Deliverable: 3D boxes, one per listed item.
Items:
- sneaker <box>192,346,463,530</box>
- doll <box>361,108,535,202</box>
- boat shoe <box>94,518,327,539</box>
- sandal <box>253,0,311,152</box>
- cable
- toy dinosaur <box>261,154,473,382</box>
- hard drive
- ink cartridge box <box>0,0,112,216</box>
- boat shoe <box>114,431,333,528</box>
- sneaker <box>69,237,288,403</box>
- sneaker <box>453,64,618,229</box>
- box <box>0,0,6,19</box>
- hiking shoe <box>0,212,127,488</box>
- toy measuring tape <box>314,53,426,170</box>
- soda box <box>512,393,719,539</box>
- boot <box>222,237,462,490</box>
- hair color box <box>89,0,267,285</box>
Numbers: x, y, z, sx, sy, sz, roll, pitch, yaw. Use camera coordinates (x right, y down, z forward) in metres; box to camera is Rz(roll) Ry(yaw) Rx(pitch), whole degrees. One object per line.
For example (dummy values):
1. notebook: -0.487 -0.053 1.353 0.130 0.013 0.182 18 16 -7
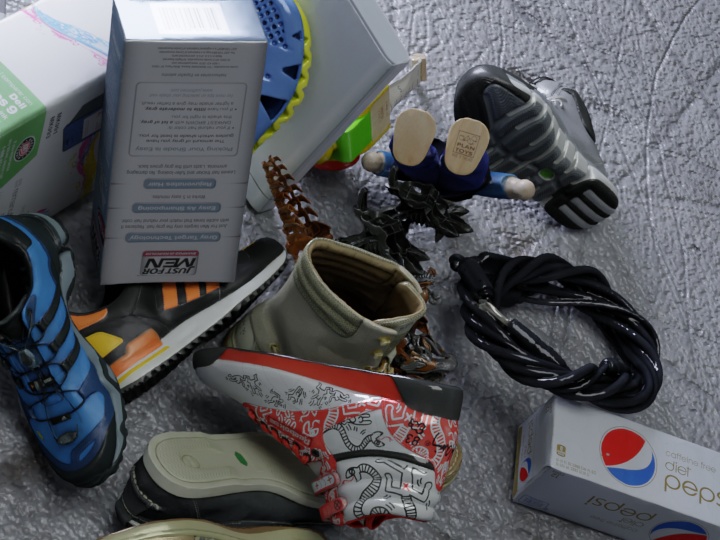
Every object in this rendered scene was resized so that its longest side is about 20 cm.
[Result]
1. sneaker: -0.033 0.117 1.668 0.201 0.067 0.108 9 86 20
2. doll: 0.068 -0.078 1.851 0.136 0.200 0.049 11 84 4
3. boat shoe: -0.104 0.210 1.638 0.199 0.073 0.063 2 58 -29
4. sandal: -0.103 -0.115 1.756 0.079 0.201 0.087 30 11 27
5. cable: 0.165 0.047 1.872 0.200 0.051 0.163 16 27 -33
6. toy dinosaur: 0.000 0.000 1.783 0.200 0.136 0.102 35 40 -16
7. hard drive: -0.054 -0.151 1.804 0.027 0.200 0.132 -18 71 -43
8. ink cartridge box: -0.223 -0.115 1.718 0.087 0.146 0.200 41 49 15
9. boat shoe: -0.081 0.157 1.697 0.200 0.068 0.072 7 34 -41
10. sneaker: -0.136 0.014 1.742 0.090 0.070 0.200 49 52 2
11. sneaker: 0.134 -0.126 1.961 0.200 0.075 0.116 44 29 -40
12. box: -0.340 -0.241 1.804 0.155 0.041 0.201 13 55 -23
13. hiking shoe: -0.223 0.055 1.643 0.087 0.074 0.201 8 58 -64
14. toy measuring tape: -0.010 -0.131 1.916 0.074 0.074 0.200 41 34 -1
15. soda box: 0.217 0.165 1.853 0.199 0.064 0.068 21 53 -18
16. boot: 0.013 0.070 1.736 0.200 0.155 0.072 35 49 -6
17. hair color box: -0.128 -0.087 1.669 0.099 0.201 0.061 -1 36 -16
